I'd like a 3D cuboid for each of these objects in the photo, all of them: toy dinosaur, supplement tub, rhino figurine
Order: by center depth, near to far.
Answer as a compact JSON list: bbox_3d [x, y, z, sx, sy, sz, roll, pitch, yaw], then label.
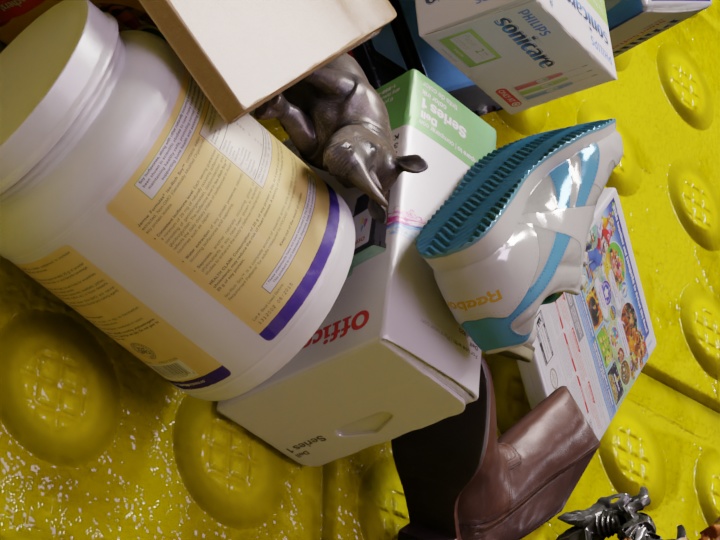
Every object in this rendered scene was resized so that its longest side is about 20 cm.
[{"bbox_3d":[-0.116,-0.038,0.970,0.200,0.145,0.146,41,44,-27],"label":"supplement tub"},{"bbox_3d":[-0.017,-0.090,1.024,0.087,0.060,0.200,34,14,-36],"label":"rhino figurine"},{"bbox_3d":[0.211,0.215,1.210,0.199,0.136,0.103,-24,107,-11],"label":"toy dinosaur"}]

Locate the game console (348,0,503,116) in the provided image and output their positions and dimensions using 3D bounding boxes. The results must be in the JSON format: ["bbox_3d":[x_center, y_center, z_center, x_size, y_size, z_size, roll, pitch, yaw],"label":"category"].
[{"bbox_3d":[0.045,-0.208,1.235,0.201,0.118,0.172,70,14,9],"label":"game console"}]

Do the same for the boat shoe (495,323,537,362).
[{"bbox_3d":[0.079,0.014,1.147,0.074,0.200,0.069,20,93,-7],"label":"boat shoe"}]

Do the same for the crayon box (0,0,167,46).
[{"bbox_3d":[-0.161,-0.167,0.993,0.200,0.127,0.051,40,52,-24],"label":"crayon box"}]

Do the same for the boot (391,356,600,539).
[{"bbox_3d":[0.100,0.105,1.158,0.200,0.064,0.187,-24,131,-49],"label":"boot"}]

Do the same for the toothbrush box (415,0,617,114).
[{"bbox_3d":[0.096,-0.229,1.186,0.145,0.086,0.201,29,49,-57],"label":"toothbrush box"}]

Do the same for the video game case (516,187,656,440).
[{"bbox_3d":[0.168,0.046,1.321,0.200,0.018,0.144,-48,126,-50],"label":"video game case"}]

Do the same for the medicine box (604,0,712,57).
[{"bbox_3d":[0.139,-0.251,1.351,0.103,0.182,0.201,-9,77,-50],"label":"medicine box"}]

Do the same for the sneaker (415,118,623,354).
[{"bbox_3d":[0.102,-0.027,1.048,0.200,0.076,0.081,-44,115,-45],"label":"sneaker"}]

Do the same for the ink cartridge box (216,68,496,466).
[{"bbox_3d":[0.000,0.000,1.082,0.084,0.144,0.201,34,47,-33],"label":"ink cartridge box"}]

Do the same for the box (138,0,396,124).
[{"bbox_3d":[-0.081,-0.191,0.960,0.200,0.021,0.163,55,41,-3],"label":"box"}]

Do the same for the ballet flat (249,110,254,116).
[{"bbox_3d":[-0.064,-0.142,1.157,0.070,0.069,0.200,48,41,-20],"label":"ballet flat"}]
